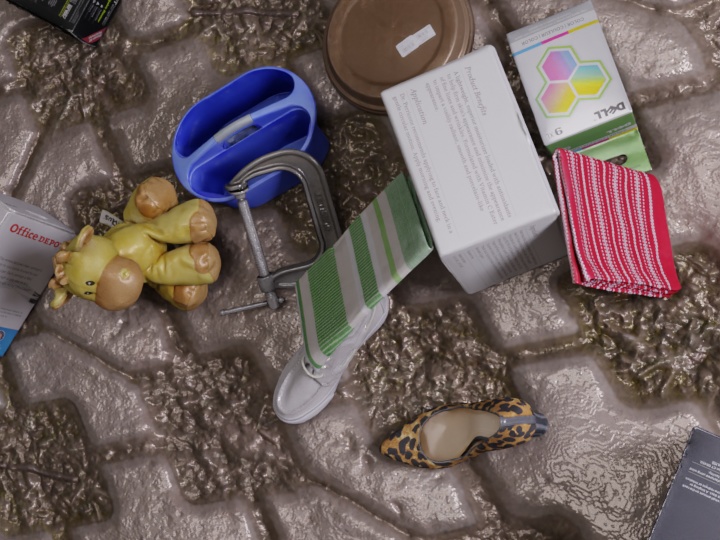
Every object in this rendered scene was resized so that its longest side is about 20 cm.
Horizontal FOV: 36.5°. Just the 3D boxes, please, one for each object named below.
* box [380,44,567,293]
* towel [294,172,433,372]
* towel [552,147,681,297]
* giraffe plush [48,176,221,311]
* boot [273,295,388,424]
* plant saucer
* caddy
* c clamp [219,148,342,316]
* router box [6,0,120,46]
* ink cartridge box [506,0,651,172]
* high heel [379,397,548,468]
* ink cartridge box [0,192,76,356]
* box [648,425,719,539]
[{"bbox_3d":[0.130,-0.103,1.194,0.131,0.200,0.199,-21,73,9],"label":"box"},{"bbox_3d":[0.000,0.000,1.187,0.200,0.023,0.153,-46,30,24],"label":"towel"},{"bbox_3d":[0.272,-0.047,1.147,0.022,0.200,0.145,-18,74,40],"label":"towel"},{"bbox_3d":[-0.291,-0.015,1.328,0.200,0.162,0.173,11,115,26],"label":"giraffe plush"},{"bbox_3d":[-0.050,0.093,1.285,0.074,0.096,0.200,37,94,22],"label":"boot"},{"bbox_3d":[0.042,-0.292,1.359,0.200,0.029,0.200,-4,79,18],"label":"plant saucer"},{"bbox_3d":[-0.138,-0.163,1.358,0.200,0.105,0.141,-29,71,13],"label":"caddy"},{"bbox_3d":[-0.107,-0.045,1.322,0.171,0.027,0.200,-8,109,5],"label":"c clamp"},{"bbox_3d":[-0.393,-0.432,1.524,0.150,0.062,0.200,30,91,21],"label":"router box"},{"bbox_3d":[0.249,-0.194,1.248,0.104,0.059,0.200,-20,74,16],"label":"ink cartridge box"},{"bbox_3d":[0.098,0.175,1.191,0.200,0.143,0.071,-13,76,17],"label":"high heel"},{"bbox_3d":[-0.489,0.002,1.434,0.086,0.146,0.200,32,92,24],"label":"ink cartridge box"},{"bbox_3d":[0.341,0.257,1.057,0.104,0.200,0.182,24,89,22],"label":"box"}]
